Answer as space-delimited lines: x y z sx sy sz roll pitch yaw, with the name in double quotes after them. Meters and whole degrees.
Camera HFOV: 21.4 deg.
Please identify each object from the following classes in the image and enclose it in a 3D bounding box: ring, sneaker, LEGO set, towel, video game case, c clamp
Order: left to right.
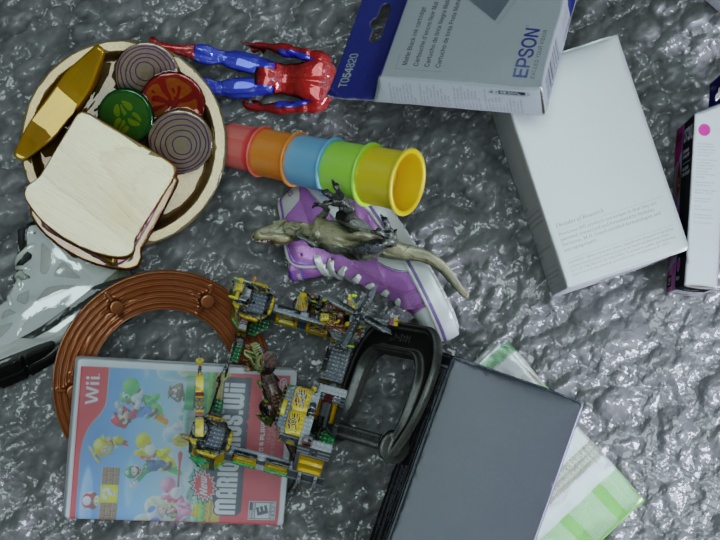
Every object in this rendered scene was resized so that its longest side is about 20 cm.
-0.305 0.028 1.727 0.200 0.076 0.116 -28 78 -11 "sneaker"
-0.175 0.100 1.707 0.200 0.019 0.201 -2 98 -16 "ring"
-0.159 0.153 1.698 0.199 0.017 0.144 4 95 -16 "video game case"
-0.067 0.087 1.634 0.153 0.116 0.200 23 66 4 "LEGO set"
0.000 0.000 1.729 0.114 0.073 0.201 -35 76 0 "sneaker"
0.011 0.123 1.661 0.027 0.200 0.171 25 77 -21 "c clamp"
0.140 0.183 1.736 0.149 0.031 0.200 -41 89 -1 "towel"

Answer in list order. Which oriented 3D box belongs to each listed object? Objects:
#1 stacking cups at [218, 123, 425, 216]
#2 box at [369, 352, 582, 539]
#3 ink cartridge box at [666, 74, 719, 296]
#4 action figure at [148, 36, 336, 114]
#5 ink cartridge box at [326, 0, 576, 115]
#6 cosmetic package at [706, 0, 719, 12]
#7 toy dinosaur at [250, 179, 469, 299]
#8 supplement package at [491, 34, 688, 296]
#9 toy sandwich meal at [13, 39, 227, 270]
-0.043 -0.095 1.689 0.199 0.060 0.061 13 85 28 "stacking cups"
0.093 0.183 1.621 0.123 0.198 0.201 19 89 0 "box"
0.305 -0.079 1.721 0.037 0.095 0.201 6 85 1 "ink cartridge box"
-0.094 -0.179 1.748 0.199 0.052 0.066 6 90 1 "action figure"
0.085 -0.226 1.684 0.199 0.041 0.200 5 52 17 "ink cartridge box"
0.418 -0.299 1.748 0.113 0.081 0.200 44 87 3 "cosmetic package"
0.001 -0.029 1.656 0.199 0.088 0.048 16 65 12 "toy dinosaur"
0.200 -0.091 1.710 0.117 0.117 0.201 -18 87 -2 "supplement package"
-0.215 -0.107 1.689 0.204 0.070 0.206 0 91 -3 "toy sandwich meal"
